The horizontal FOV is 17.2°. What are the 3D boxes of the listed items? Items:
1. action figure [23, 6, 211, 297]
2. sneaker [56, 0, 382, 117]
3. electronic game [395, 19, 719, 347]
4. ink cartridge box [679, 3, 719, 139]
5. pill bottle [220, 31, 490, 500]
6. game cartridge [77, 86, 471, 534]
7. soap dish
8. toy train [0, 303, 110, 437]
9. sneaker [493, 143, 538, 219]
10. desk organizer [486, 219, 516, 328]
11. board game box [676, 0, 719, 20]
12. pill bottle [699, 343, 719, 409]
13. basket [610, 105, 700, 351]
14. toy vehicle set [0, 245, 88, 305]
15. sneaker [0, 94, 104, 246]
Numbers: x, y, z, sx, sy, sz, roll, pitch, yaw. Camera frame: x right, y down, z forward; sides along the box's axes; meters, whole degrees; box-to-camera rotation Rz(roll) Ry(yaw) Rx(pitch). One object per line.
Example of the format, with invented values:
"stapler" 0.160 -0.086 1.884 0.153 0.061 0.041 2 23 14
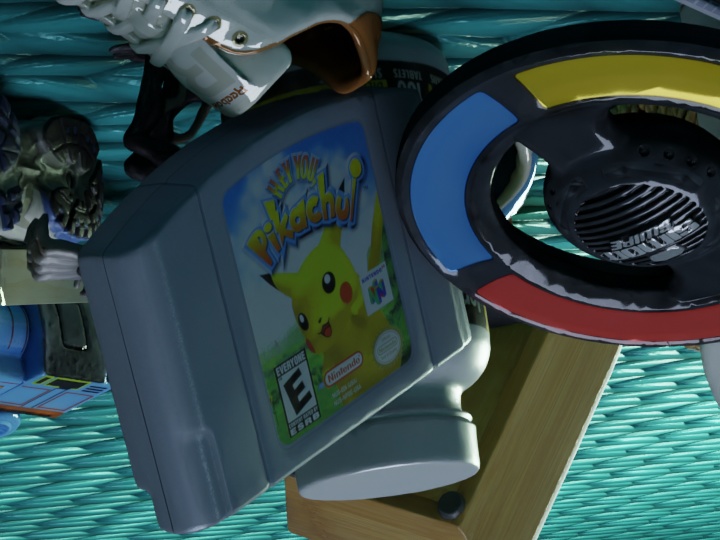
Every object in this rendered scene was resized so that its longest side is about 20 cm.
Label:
"action figure" -0.086 -0.010 1.015 0.101 0.202 0.119 -6 166 1
"sneaker" -0.070 -0.105 0.892 0.199 0.085 0.073 3 164 -35
"electronic game" 0.112 -0.030 0.946 0.198 0.042 0.201 5 145 3
"ink cartridge box" 0.256 -0.075 1.067 0.198 0.146 0.084 -5 165 -10
"pill bottle" 0.000 0.000 1.103 0.111 0.202 0.113 -8 166 -2
"game cartridge" -0.028 0.003 0.950 0.040 0.134 0.200 -4 -161 38
"soap dish" 0.054 0.080 1.413 0.156 0.201 0.081 13 157 34
"toy train" -0.242 0.045 1.400 0.114 0.087 0.199 -28 156 31
"sneaker" 0.015 -0.009 1.188 0.200 0.072 0.073 -51 172 -11
"desk organizer" -0.008 0.007 1.380 0.199 0.078 0.072 -14 165 21
"board game box" 0.178 -0.115 0.883 0.199 0.062 0.200 21 159 -8
"pill bottle" 0.271 0.012 1.147 0.200 0.115 0.114 -37 175 -19
"basket" 0.235 -0.035 1.216 0.199 0.144 0.149 1 164 -34
"toy vehicle set" -0.196 0.000 1.211 0.123 0.027 0.200 3 -179 16
"sneaker" -0.194 -0.043 1.091 0.084 0.078 0.200 -8 166 19
